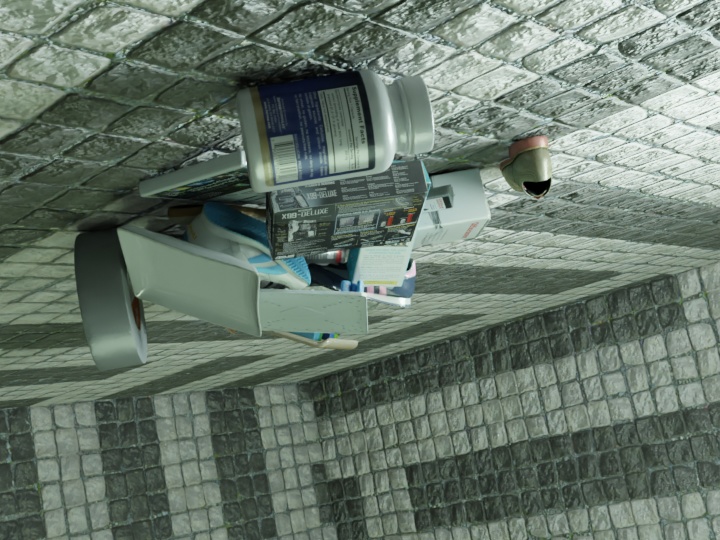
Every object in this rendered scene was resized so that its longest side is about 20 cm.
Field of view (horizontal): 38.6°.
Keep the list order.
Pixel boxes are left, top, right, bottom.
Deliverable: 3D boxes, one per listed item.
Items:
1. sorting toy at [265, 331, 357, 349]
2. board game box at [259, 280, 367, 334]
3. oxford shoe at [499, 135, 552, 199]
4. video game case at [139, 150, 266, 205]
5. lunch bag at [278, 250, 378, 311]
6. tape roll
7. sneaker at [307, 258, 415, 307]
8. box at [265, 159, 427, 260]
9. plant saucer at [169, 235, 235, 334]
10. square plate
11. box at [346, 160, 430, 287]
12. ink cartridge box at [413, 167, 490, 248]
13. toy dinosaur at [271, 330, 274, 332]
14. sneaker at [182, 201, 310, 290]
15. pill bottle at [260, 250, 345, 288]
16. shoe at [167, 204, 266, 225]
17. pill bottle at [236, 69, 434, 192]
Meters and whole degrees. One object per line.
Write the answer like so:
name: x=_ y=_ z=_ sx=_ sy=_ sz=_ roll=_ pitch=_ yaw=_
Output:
sorting toy: x=-0.120 y=0.112 z=1.898 sx=0.198 sy=0.037 sz=0.185 roll=11 pitch=178 yaw=18
board game box: x=-0.088 y=0.055 z=1.578 sx=0.198 sy=0.026 sz=0.200 roll=2 pitch=160 yaw=2
oxford shoe: x=0.250 y=-0.138 z=1.543 sx=0.070 sy=0.076 sz=0.200 roll=-13 pitch=169 yaw=5
video game case: x=-0.152 y=-0.116 z=1.319 sx=0.199 sy=0.024 sz=0.181 roll=-10 pitch=173 yaw=41
lunch bag: x=-0.053 y=0.008 z=1.813 sx=0.198 sy=0.141 sz=0.168 roll=-8 pitch=165 yaw=-9
tape roll: x=-0.360 y=0.041 z=1.491 sx=0.065 sy=0.202 sz=0.200 roll=-9 pitch=169 yaw=-5
sneaker: x=0.000 y=0.000 z=1.596 sx=0.199 sy=0.083 sz=0.070 roll=13 pitch=-176 yaw=-34
box: x=-0.022 y=-0.076 z=1.332 sx=0.198 sy=0.050 sz=0.158 roll=-8 pitch=159 yaw=-8
plant saucer: x=-0.249 y=0.013 z=1.579 sx=0.037 sy=0.201 sz=0.200 roll=-42 pitch=171 yaw=-6
square plate: x=-0.226 y=0.013 z=1.405 sx=0.196 sy=0.029 sz=0.201 roll=17 pitch=152 yaw=4
box: x=0.037 y=-0.064 z=1.482 sx=0.081 sy=0.049 sz=0.201 roll=0 pitch=133 yaw=-15
ink cartridge box: x=0.090 y=-0.088 z=1.610 sx=0.198 sy=0.084 sz=0.147 roll=-10 pitch=170 yaw=-5
toy dinosaur: x=-0.197 y=0.000 z=1.680 sx=0.060 sy=0.107 sz=0.200 roll=4 pitch=148 yaw=51
sneaker: x=-0.156 y=-0.022 z=1.432 sx=0.199 sy=0.077 sz=0.081 roll=29 pitch=119 yaw=-31
pill bottle: x=-0.131 y=-0.030 z=1.598 sx=0.199 sy=0.115 sz=0.113 roll=-1 pitch=165 yaw=-41
shoe: x=-0.179 y=-0.065 z=1.464 sx=0.198 sy=0.054 sz=0.070 roll=2 pitch=-178 yaw=-31
pill bottle: x=-0.027 y=-0.152 z=1.094 sx=0.198 sy=0.112 sz=0.111 roll=-10 pitch=169 yaw=-7
